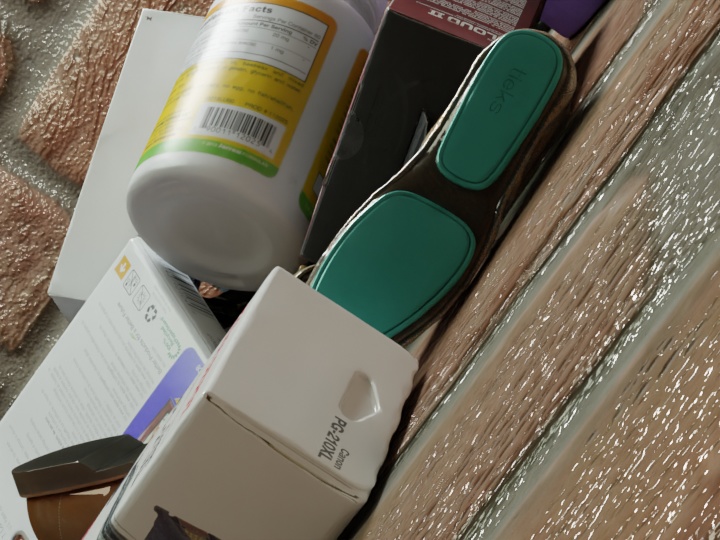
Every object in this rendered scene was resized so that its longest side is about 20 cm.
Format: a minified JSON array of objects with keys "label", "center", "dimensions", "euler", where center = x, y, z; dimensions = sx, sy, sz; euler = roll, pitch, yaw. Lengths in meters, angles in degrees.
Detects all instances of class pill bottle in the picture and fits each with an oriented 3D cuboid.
[{"label":"pill bottle","center":[-0.051,-0.098,1.378],"dimensions":[0.111,0.110,0.201],"euler":[-49,16,56]}]

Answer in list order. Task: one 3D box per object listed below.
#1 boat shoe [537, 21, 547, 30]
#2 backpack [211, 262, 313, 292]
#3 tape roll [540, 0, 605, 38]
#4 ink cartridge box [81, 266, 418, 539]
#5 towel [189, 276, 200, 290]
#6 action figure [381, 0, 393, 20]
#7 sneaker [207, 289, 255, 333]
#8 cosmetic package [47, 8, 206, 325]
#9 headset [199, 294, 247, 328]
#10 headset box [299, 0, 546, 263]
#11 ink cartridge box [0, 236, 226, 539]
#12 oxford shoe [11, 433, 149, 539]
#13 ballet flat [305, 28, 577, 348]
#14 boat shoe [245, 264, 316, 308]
[{"label":"boat shoe","center":[0.138,-0.228,1.623],"dimensions":[0.201,0.068,0.057],"euler":[-60,8,35]},{"label":"backpack","center":[-0.041,-0.043,1.711],"dimensions":[0.183,0.134,0.200],"euler":[-55,-1,-29]},{"label":"tape roll","center":[0.158,-0.241,1.447],"dimensions":[0.201,0.065,0.200],"euler":[-54,3,4]},{"label":"ink cartridge box","center":[-0.069,0.116,1.055],"dimensions":[0.201,0.084,0.145],"euler":[-54,5,24]},{"label":"towel","center":[-0.090,-0.057,1.500],"dimensions":[0.145,0.024,0.201],"euler":[111,177,-57]},{"label":"action figure","center":[0.041,-0.124,1.518],"dimensions":[0.118,0.103,0.200],"euler":[-16,15,-13]},{"label":"sneaker","center":[-0.065,0.072,1.606],"dimensions":[0.099,0.071,0.201],"euler":[-28,-29,-30]},{"label":"cosmetic package","center":[-0.133,-0.054,1.481],"dimensions":[0.083,0.050,0.202],"euler":[64,-142,-62]},{"label":"headset","center":[-0.056,-0.052,1.526],"dimensions":[0.124,0.093,0.202],"euler":[100,172,-63]},{"label":"headset box","center":[0.038,-0.086,1.288],"dimensions":[0.200,0.077,0.150],"euler":[-65,-4,-65]},{"label":"ink cartridge box","center":[-0.135,0.116,1.344],"dimensions":[0.200,0.043,0.198],"euler":[-52,46,15]},{"label":"oxford shoe","center":[-0.093,0.120,1.240],"dimensions":[0.199,0.072,0.071],"euler":[-12,6,39]},{"label":"ballet flat","center":[0.042,-0.025,1.152],"dimensions":[0.200,0.068,0.067],"euler":[-51,-16,-12]},{"label":"boat shoe","center":[-0.020,0.034,1.246],"dimensions":[0.065,0.071,0.200],"euler":[-62,12,10]}]
